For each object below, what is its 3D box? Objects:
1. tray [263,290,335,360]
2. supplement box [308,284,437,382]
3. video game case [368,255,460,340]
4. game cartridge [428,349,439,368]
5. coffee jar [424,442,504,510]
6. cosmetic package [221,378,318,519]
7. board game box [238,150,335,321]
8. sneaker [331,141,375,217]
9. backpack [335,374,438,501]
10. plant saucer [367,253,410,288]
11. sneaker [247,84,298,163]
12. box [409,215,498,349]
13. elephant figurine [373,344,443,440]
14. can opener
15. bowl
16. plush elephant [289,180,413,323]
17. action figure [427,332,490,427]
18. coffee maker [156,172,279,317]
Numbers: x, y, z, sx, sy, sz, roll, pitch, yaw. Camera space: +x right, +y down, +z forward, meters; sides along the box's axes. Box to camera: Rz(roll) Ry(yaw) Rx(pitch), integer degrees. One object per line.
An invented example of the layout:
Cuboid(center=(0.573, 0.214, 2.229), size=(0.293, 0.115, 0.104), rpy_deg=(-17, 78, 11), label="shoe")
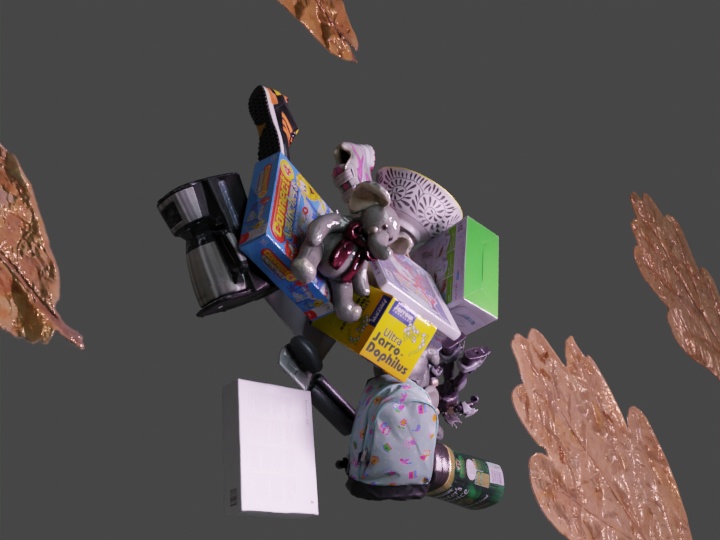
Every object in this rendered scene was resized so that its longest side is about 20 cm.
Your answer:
Cuboid(center=(-0.116, 0.063, 1.488), size=(0.201, 0.022, 0.108), rpy_deg=(52, 40, -13), label="tray")
Cuboid(center=(0.017, 0.092, 1.427), size=(0.108, 0.200, 0.110), rpy_deg=(35, 84, -29), label="supplement box")
Cuboid(center=(0.083, 0.019, 1.493), size=(0.199, 0.023, 0.183), rpy_deg=(35, 20, -34), label="video game case")
Cuboid(center=(0.122, 0.121, 1.704), size=(0.200, 0.040, 0.134), rpy_deg=(-35, 100, -50), label="game cartridge")
Cuboid(center=(0.169, 0.381, 1.558), size=(0.199, 0.104, 0.086), rpy_deg=(26, 49, -35), label="coffee jar")
Cuboid(center=(-0.142, 0.281, 1.318), size=(0.150, 0.051, 0.202), rpy_deg=(16, 58, -39), label="cosmetic package")
Cuboid(center=(-0.105, -0.057, 1.373), size=(0.196, 0.055, 0.201), rpy_deg=(48, 31, -37), label="board game box")
Cuboid(center=(-0.017, -0.172, 1.687), size=(0.088, 0.081, 0.202), rpy_deg=(14, 53, -37), label="sneaker")
Cuboid(center=(0.059, 0.278, 1.404), size=(0.165, 0.126, 0.202), rpy_deg=(3, 101, -21), label="backpack")
Cuboid(center=(0.000, 0.000, 1.591), size=(0.198, 0.035, 0.202), rpy_deg=(7, 67, -15), label="plant saucer")
Cuboid(center=(-0.147, -0.254, 1.588), size=(0.089, 0.070, 0.202), rpy_deg=(3, 66, -43), label="sneaker")
Cuboid(center=(0.175, 0.026, 1.648), size=(0.096, 0.176, 0.202), rpy_deg=(29, 48, -26), label="box")
Cuboid(center=(0.095, 0.240, 1.549), size=(0.154, 0.141, 0.202), rpy_deg=(-10, 92, -20), label="elephant figurine")
Cuboid(center=(-0.068, 0.200, 1.438), size=(0.201, 0.066, 0.053), rpy_deg=(52, 39, -20), label="can opener")
Cuboid(center=(0.099, -0.113, 1.716), size=(0.200, 0.200, 0.095), rpy_deg=(38, 71, -27), label="bowl")
Cuboid(center=(0.001, -0.043, 1.323), size=(0.165, 0.154, 0.201), rpy_deg=(49, 31, -35), label="plush elephant")
Cuboid(center=(0.178, 0.212, 1.605), size=(0.069, 0.201, 0.130), rpy_deg=(-24, 54, -35), label="action figure")
Cuboid(center=(-0.216, -0.045, 1.370), size=(0.192, 0.134, 0.202), rpy_deg=(-9, 77, -65), label="coffee maker")
